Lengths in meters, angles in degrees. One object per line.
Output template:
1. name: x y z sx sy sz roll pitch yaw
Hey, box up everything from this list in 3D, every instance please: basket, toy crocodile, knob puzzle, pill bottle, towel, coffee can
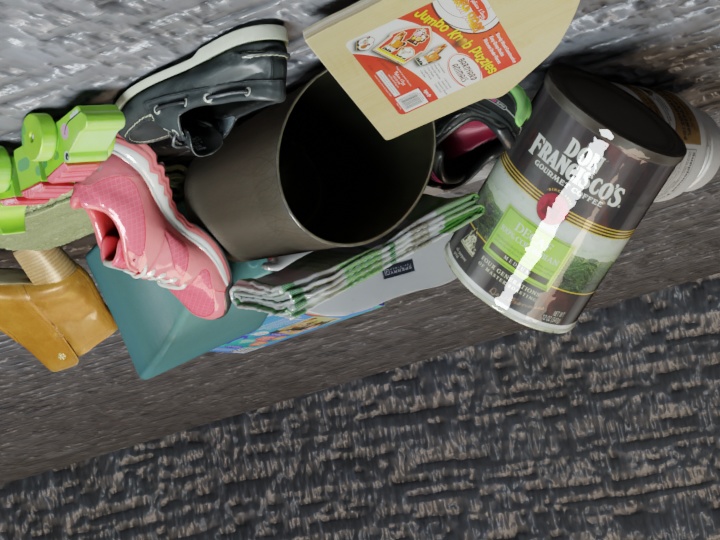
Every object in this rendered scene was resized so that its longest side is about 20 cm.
1. basket: -0.057 -0.079 1.436 0.199 0.136 0.181 -18 -154 53
2. toy crocodile: -0.251 -0.084 1.352 0.067 0.062 0.199 -5 166 -42
3. knob puzzle: 0.074 -0.187 1.278 0.217 0.031 0.220 -13 152 -7
4. pill bottle: 0.283 -0.127 1.693 0.114 0.116 0.199 -21 168 36
5. towel: -0.268 -0.060 1.541 0.199 0.037 0.148 -20 169 29
6. coffee can: 0.187 -0.065 1.551 0.146 0.146 0.201 -2 128 -50
7. towel: -0.007 -0.020 1.439 0.199 0.031 0.149 -29 -166 -19

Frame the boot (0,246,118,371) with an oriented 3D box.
1. boot: -0.356 0.050 1.709 0.200 0.145 0.071 -21 -152 19

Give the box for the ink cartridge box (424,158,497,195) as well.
1. ink cartridge box: 0.034 -0.099 1.717 0.198 0.041 0.199 -5 170 -41

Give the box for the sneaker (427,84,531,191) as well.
1. sneaker: 0.059 -0.111 1.511 0.199 0.084 0.077 -24 124 32

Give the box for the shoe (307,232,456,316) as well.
1. shoe: 0.000 0.000 1.665 0.198 0.072 0.091 -11 -174 -23

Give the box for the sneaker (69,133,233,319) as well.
1. sneaker: -0.185 -0.020 1.440 0.073 0.201 0.087 2 -135 43

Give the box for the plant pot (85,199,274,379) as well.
1. plant pot: -0.161 -0.001 1.619 0.140 0.142 0.200 -24 175 -21

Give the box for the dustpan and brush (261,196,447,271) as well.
1. dustpan and brush: -0.013 -0.036 1.572 0.199 0.058 0.139 -7 -169 -41

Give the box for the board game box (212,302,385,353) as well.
1. board game box: -0.092 0.046 1.927 0.198 0.045 0.152 -19 168 22

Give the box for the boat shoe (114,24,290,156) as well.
1. boat shoe: -0.122 -0.123 1.298 0.198 0.067 0.074 -22 168 39

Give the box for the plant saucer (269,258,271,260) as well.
1. plant saucer: -0.057 -0.032 1.791 0.198 0.051 0.201 -3 -177 0
